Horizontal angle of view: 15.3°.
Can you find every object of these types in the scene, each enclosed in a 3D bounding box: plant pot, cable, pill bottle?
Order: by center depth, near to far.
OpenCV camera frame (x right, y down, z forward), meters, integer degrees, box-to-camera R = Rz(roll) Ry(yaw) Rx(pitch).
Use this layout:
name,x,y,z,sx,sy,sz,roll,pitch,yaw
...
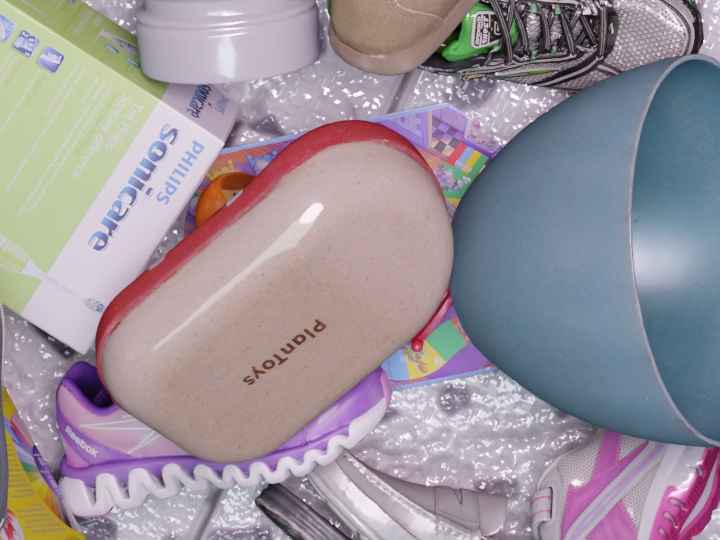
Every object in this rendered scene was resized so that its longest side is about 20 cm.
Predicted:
name,x,y,z,sx,sy,sz,roll,pitch,yaw
pill bottle,-0.076,-0.203,1.375,0.114,0.114,0.201,-3,107,4
plant pot,0.125,-0.005,1.401,0.134,0.200,0.201,-6,109,32
cable,0.018,0.197,1.505,0.200,0.097,0.050,37,86,-9

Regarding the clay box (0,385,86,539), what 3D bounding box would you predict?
name,x,y,z,sx,sy,sz,roll,pitch,yaw
clay box,-0.217,0.099,1.440,0.048,0.115,0.200,-31,79,13

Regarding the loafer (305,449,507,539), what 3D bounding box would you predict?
name,x,y,z,sx,sy,sz,roll,pitch,yaw
loafer,0.055,0.150,1.506,0.200,0.070,0.070,37,92,-10

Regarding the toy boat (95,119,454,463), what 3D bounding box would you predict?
name,x,y,z,sx,sy,sz,roll,pitch,yaw
toy boat,-0.049,-0.005,1.393,0.200,0.131,0.130,-39,133,13

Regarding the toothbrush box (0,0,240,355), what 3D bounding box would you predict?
name,x,y,z,sx,sy,sz,roll,pitch,yaw
toothbrush box,-0.188,-0.075,1.436,0.200,0.086,0.146,33,107,-6

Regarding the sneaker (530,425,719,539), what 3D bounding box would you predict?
name,x,y,z,sx,sy,sz,roll,pitch,yaw
sneaker,0.130,0.151,1.464,0.088,0.200,0.081,18,151,23

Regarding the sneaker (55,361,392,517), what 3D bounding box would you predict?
name,x,y,z,sx,sy,sz,roll,pitch,yaw
sneaker,-0.084,0.072,1.473,0.200,0.081,0.089,-13,105,14

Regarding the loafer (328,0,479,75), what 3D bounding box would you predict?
name,x,y,z,sx,sy,sz,roll,pitch,yaw
loafer,0.054,-0.185,1.349,0.076,0.067,0.200,26,66,15

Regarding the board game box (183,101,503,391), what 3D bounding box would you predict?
name,x,y,z,sx,sy,sz,roll,pitch,yaw
board game box,0.000,0.000,1.471,0.199,0.039,0.158,-11,106,7

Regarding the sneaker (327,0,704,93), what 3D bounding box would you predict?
name,x,y,z,sx,sy,sz,roll,pitch,yaw
sneaker,0.080,-0.125,1.406,0.199,0.085,0.078,3,108,2

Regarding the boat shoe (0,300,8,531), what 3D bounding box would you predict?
name,x,y,z,sx,sy,sz,roll,pitch,yaw
boat shoe,-0.214,0.046,1.360,0.073,0.062,0.201,-7,76,-9
